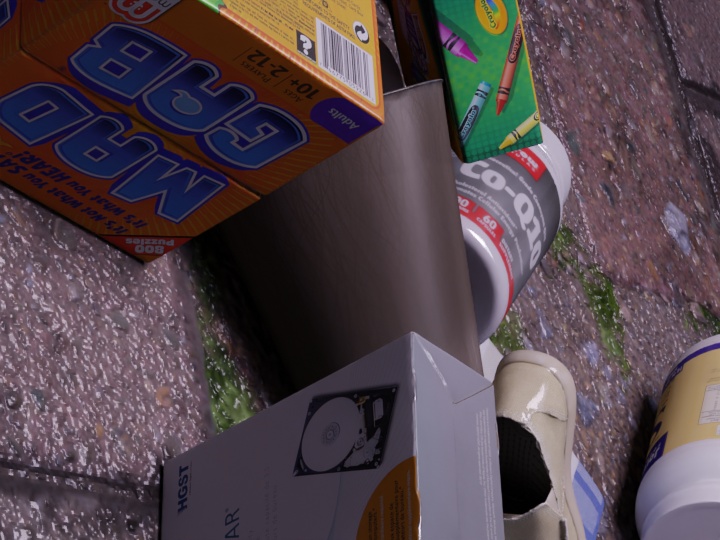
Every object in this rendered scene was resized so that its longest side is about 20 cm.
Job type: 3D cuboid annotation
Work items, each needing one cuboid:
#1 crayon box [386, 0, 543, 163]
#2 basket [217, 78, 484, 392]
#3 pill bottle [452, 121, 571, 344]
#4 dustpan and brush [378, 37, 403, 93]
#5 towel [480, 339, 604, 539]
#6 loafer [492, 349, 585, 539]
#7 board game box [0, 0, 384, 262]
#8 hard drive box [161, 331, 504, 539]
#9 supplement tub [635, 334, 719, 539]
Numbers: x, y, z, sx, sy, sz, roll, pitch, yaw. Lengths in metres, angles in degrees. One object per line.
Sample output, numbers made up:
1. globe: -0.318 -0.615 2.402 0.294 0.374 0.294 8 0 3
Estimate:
1. crayon box: 0.063 -0.160 1.693 0.200 0.058 0.120 -119 -165 -69
2. basket: 0.000 0.000 1.614 0.136 0.179 0.201 -20 92 -67
3. pill bottle: 0.077 -0.033 1.782 0.114 0.113 0.200 54 32 -11
4. dustpan and brush: 0.002 -0.115 1.785 0.200 0.057 0.141 -23 113 -62
5. towel: 0.103 0.132 1.780 0.200 0.024 0.147 53 30 -18
6. loafer: 0.099 0.151 1.619 0.068 0.075 0.202 -38 129 -52
7. board game box: -0.128 -0.165 1.506 0.199 0.199 0.201 30 43 -40
8. hard drive box: -0.018 0.151 1.422 0.077 0.199 0.157 32 41 -37
9. supplement tub: 0.286 0.157 1.907 0.146 0.145 0.200 49 34 -19
